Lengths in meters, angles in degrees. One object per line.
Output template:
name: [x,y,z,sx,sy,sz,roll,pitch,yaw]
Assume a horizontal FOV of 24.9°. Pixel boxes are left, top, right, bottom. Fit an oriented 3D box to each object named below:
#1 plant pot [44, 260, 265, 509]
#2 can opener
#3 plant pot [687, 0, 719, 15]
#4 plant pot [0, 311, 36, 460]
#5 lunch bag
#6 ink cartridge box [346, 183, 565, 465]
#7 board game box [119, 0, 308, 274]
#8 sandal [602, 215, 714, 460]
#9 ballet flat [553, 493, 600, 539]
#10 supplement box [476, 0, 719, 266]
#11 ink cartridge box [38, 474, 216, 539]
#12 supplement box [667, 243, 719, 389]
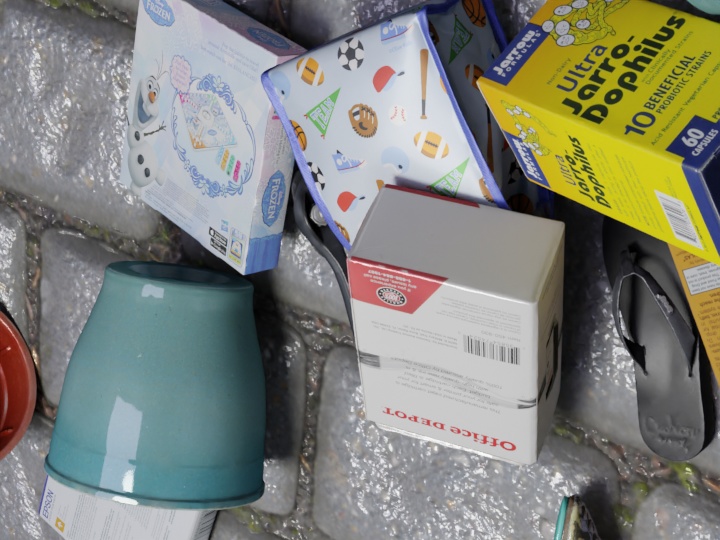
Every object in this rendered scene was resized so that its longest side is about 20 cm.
plant pot: [-0.173,0.094,1.460,0.198,0.199,0.190,12,97,36]
can opener: [0.000,0.000,1.380,0.063,0.079,0.202,-26,91,3]
plant pot: [0.287,-0.222,0.978,0.187,0.199,0.203,14,114,51]
plant pot: [-0.477,0.142,1.738,0.195,0.200,0.202,-30,86,50]
lunch bag: [0.047,-0.096,1.253,0.169,0.124,0.202,-16,101,39]
ink cartridge box: [0.076,0.044,1.232,0.145,0.083,0.201,13,142,16]
board game box: [-0.132,-0.131,1.424,0.199,0.043,0.201,35,126,39]
sandal: [0.223,0.046,1.211,0.076,0.043,0.202,-8,100,41]
ballet flat: [0.176,0.271,1.322,0.072,0.072,0.202,26,120,30]
supplement box: [0.195,-0.101,1.088,0.199,0.109,0.110,28,161,43]
ink cartridge box: [-0.235,0.232,1.656,0.200,0.043,0.198,39,127,26]
supplement box: [0.278,0.034,1.146,0.068,0.066,0.202,-21,91,42]
